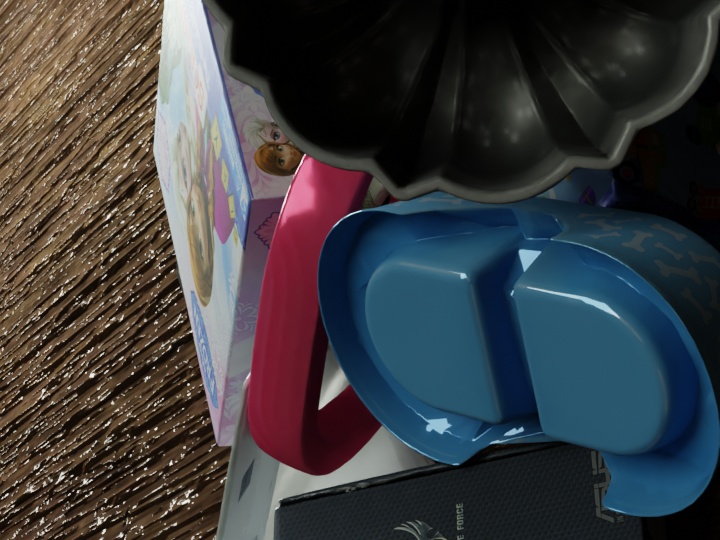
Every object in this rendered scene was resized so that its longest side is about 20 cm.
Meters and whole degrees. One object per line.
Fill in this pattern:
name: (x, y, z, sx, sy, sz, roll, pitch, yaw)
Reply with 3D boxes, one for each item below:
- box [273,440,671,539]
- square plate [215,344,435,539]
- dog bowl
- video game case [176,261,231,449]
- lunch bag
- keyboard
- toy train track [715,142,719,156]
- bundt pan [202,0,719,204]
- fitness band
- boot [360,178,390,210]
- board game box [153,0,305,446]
box: (0.045, 0.168, 0.820, 0.157, 0.051, 0.200, -14, 52, 19)
square plate: (-0.020, 0.142, 1.078, 0.200, 0.028, 0.198, -61, 23, 18)
dog bowl: (0.069, 0.024, 0.819, 0.200, 0.050, 0.112, 11, 123, 45)
video game case: (-0.061, -0.016, 1.193, 0.181, 0.025, 0.200, -112, 27, -45)
lunch bag: (0.095, -0.045, 0.921, 0.200, 0.094, 0.151, -41, 39, 54)
keyboard: (-0.053, 0.094, 1.025, 0.056, 0.011, 0.200, -52, -16, -37)
toy train track: (0.183, -0.077, 0.803, 0.114, 0.033, 0.200, -21, 41, 9)
bundt pan: (0.040, -0.123, 0.787, 0.076, 0.201, 0.202, -14, -56, -87)
fitness band: (0.000, 0.000, 0.954, 0.144, 0.037, 0.200, -44, -29, -45)
boot: (0.027, -0.090, 1.106, 0.200, 0.072, 0.155, -67, 24, 21)
board game box: (-0.063, -0.050, 1.060, 0.200, 0.041, 0.200, 101, 159, -51)
